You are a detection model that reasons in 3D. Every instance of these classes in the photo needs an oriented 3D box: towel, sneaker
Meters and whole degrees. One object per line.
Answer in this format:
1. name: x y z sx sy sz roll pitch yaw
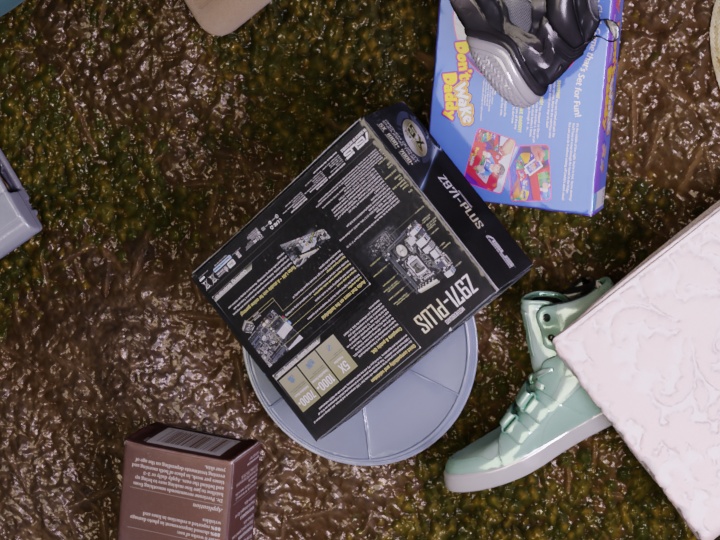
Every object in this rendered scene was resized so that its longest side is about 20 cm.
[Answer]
1. towel: 0.270 0.071 1.482 0.190 0.032 0.201 -37 95 2
2. sneaker: 0.106 -0.226 1.446 0.113 0.075 0.201 -31 95 20
3. sneaker: 0.131 0.082 1.539 0.199 0.074 0.119 -31 96 11

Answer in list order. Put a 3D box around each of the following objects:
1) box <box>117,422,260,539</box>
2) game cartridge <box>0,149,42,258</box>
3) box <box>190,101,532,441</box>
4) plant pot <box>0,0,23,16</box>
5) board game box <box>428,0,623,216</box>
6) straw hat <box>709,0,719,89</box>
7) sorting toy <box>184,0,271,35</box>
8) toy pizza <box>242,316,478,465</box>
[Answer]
1. box: -0.145 0.236 1.662 0.099 0.075 0.202 10 101 16
2. game cartridge: -0.369 -0.087 1.696 0.133 0.040 0.201 -32 89 24
3. box: 0.000 0.000 1.521 0.200 0.086 0.164 -41 85 26
4. plant pot: -0.283 -0.272 1.544 0.141 0.200 0.142 -31 89 21
5. board game box: 0.124 -0.151 1.514 0.133 0.045 0.202 8 102 17
6. straw hat: 0.338 -0.168 1.419 0.199 0.085 0.203 3 101 17
7. sorting toy: -0.101 -0.311 1.553 0.185 0.036 0.201 -34 90 32
8. toy pizza: 0.000 0.055 1.601 0.198 0.032 0.203 3 99 18
